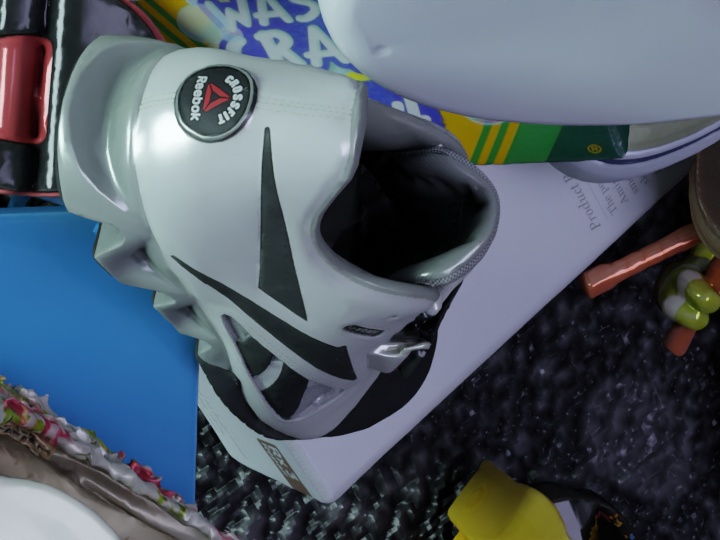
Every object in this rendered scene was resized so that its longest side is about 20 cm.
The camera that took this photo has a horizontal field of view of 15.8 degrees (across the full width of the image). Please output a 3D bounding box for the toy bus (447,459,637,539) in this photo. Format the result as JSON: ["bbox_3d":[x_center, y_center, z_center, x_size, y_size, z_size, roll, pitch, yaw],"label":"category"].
[{"bbox_3d":[0.069,0.192,0.875,0.192,0.136,0.200,-46,117,2],"label":"toy bus"}]

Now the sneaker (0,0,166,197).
[{"bbox_3d":[-0.153,-0.052,0.724,0.199,0.087,0.074,8,90,-7],"label":"sneaker"}]

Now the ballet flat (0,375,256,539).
[{"bbox_3d":[-0.058,0.089,0.664,0.200,0.064,0.076,35,80,-31],"label":"ballet flat"}]

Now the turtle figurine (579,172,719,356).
[{"bbox_3d":[0.147,0.005,0.913,0.200,0.064,0.162,-34,123,-34],"label":"turtle figurine"}]

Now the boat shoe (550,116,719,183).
[{"bbox_3d":[0.127,-0.105,0.783,0.200,0.062,0.072,-43,87,-13],"label":"boat shoe"}]

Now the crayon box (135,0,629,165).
[{"bbox_3d":[-0.006,-0.109,0.688,0.200,0.125,0.052,68,27,-45],"label":"crayon box"}]

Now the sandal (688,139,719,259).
[{"bbox_3d":[0.158,-0.089,0.853,0.077,0.070,0.212,24,74,6],"label":"sandal"}]

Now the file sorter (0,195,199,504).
[{"bbox_3d":[-0.160,0.048,0.705,0.199,0.123,0.140,-3,99,-31],"label":"file sorter"}]

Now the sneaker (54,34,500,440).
[{"bbox_3d":[0.000,0.000,0.687,0.200,0.088,0.074,42,53,-64],"label":"sneaker"}]

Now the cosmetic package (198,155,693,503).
[{"bbox_3d":[0.021,-0.032,0.828,0.200,0.074,0.102,-40,116,-17],"label":"cosmetic package"}]

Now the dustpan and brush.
[{"bbox_3d":[0.010,-0.079,0.645,0.140,0.199,0.057,53,30,-55],"label":"dustpan and brush"}]
